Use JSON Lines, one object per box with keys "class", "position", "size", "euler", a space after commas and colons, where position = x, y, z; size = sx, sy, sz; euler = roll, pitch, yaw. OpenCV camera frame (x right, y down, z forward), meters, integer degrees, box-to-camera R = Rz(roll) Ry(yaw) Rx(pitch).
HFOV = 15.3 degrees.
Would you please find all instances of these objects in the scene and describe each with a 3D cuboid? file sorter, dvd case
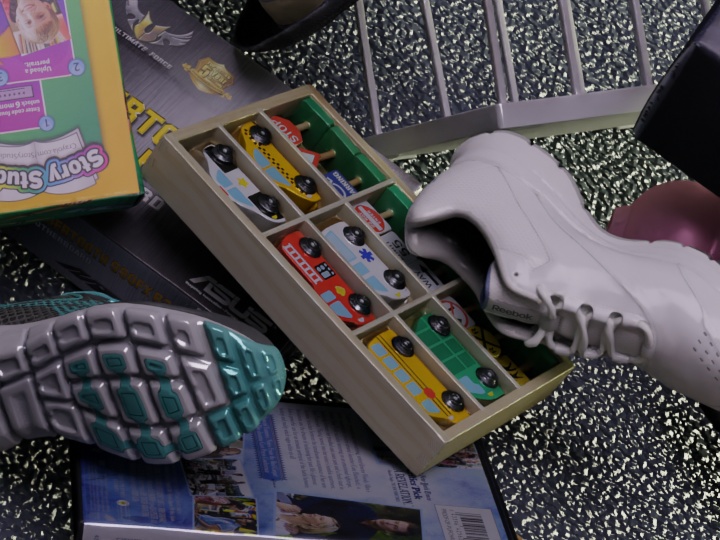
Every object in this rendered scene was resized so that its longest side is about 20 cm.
{"class": "file sorter", "position": [0.109, -0.137, 1.429], "size": [0.199, 0.139, 0.125], "euler": [-10, 89, -30]}
{"class": "dvd case", "position": [-0.034, 0.095, 1.226], "size": [0.199, 0.018, 0.143], "euler": [5, 22, -10]}

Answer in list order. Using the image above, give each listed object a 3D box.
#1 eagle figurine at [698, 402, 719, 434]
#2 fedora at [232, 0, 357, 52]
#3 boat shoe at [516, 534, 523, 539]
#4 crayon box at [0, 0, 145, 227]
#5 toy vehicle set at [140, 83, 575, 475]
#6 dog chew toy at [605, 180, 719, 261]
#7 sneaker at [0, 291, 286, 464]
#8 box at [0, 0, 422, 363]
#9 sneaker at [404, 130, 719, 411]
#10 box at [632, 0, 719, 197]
{"class": "eagle figurine", "position": [0.238, 0.107, 1.302], "size": [0.151, 0.151, 0.201], "euler": [-13, 53, 12]}
{"class": "fedora", "position": [-0.021, -0.209, 1.379], "size": [0.092, 0.200, 0.201], "euler": [43, 45, -18]}
{"class": "boat shoe", "position": [-0.009, 0.167, 1.212], "size": [0.199, 0.069, 0.074], "euler": [-8, 81, -37]}
{"class": "crayon box", "position": [-0.208, -0.075, 1.247], "size": [0.199, 0.058, 0.119], "euler": [-9, 86, -11]}
{"class": "toy vehicle set", "position": [0.000, 0.000, 1.290], "size": [0.200, 0.027, 0.124], "euler": [47, 35, 12]}
{"class": "dog chew toy", "position": [0.224, 0.011, 1.412], "size": [0.199, 0.125, 0.125], "euler": [20, 48, 0]}
{"class": "sneaker", "position": [-0.119, 0.037, 1.208], "size": [0.199, 0.078, 0.091], "euler": [-1, 24, 25]}
{"class": "box", "position": [-0.090, -0.045, 1.352], "size": [0.200, 0.048, 0.158], "euler": [37, 48, 5]}
{"class": "sneaker", "position": [0.106, 0.014, 1.285], "size": [0.200, 0.075, 0.087], "euler": [32, 43, 21]}
{"class": "box", "position": [0.262, -0.083, 1.332], "size": [0.200, 0.104, 0.148], "euler": [35, 64, 4]}
